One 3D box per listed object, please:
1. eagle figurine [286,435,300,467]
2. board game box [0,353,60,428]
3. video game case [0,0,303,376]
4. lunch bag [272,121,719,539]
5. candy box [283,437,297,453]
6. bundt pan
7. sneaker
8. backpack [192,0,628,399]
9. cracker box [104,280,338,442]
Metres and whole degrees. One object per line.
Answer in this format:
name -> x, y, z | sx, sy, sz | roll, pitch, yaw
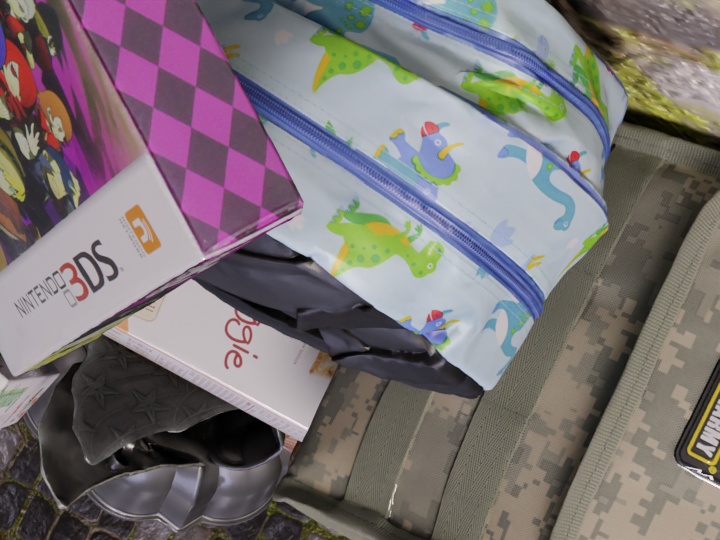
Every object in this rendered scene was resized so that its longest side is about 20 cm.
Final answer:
eagle figurine -> 0.066, 0.091, 0.982 | 0.200, 0.152, 0.151 | 33, 162, -29
board game box -> -0.179, 0.010, 0.782 | 0.126, 0.035, 0.200 | 43, 176, -2
video game case -> -0.105, -0.078, 0.549 | 0.201, 0.036, 0.181 | 62, 153, -1
lunch bag -> 0.096, 0.049, 0.660 | 0.199, 0.165, 0.117 | 20, 171, 40
candy box -> -0.011, 0.039, 1.076 | 0.199, 0.117, 0.057 | 29, -164, -7
bundt pan -> -0.093, 0.041, 1.153 | 0.201, 0.203, 0.076 | 29, 160, -5
sneaker -> -0.053, 0.041, 0.855 | 0.199, 0.060, 0.105 | 2, -128, -42
backpack -> -0.017, -0.045, 0.619 | 0.163, 0.154, 0.200 | 45, -176, -44
cracker box -> 0.000, 0.000, 0.785 | 0.199, 0.135, 0.058 | 28, 170, -5
